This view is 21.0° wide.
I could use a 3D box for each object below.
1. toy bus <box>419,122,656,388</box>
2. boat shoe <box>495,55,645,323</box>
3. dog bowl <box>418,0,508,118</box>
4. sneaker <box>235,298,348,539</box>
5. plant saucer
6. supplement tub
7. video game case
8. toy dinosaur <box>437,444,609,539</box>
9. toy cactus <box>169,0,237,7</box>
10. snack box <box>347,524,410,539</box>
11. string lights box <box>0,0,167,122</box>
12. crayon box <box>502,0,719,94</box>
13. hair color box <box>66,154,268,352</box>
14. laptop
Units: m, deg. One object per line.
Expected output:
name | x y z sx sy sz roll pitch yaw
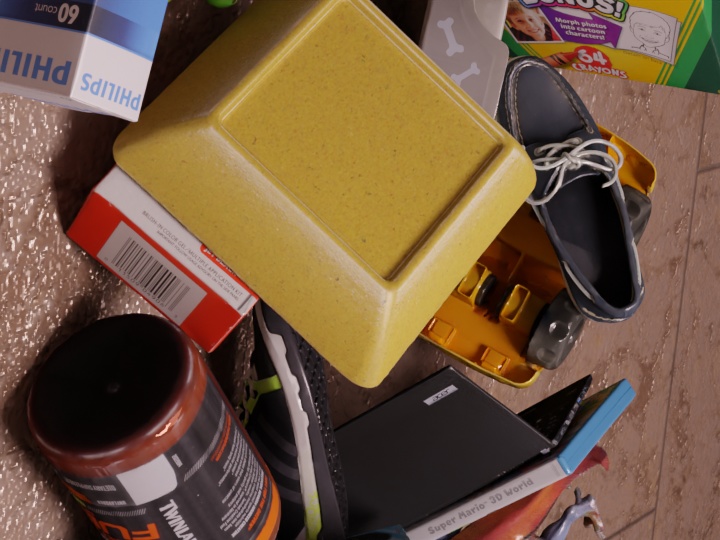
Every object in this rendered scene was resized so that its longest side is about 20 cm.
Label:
toy bus | 0.130 -0.003 1.482 0.200 0.135 0.192 -59 166 -9
boat shoe | 0.146 -0.059 1.350 0.062 0.075 0.201 125 -51 -85
dog bowl | 0.064 -0.132 1.302 0.200 0.058 0.201 12 90 -89
sneaker | -0.061 0.108 1.241 0.072 0.082 0.201 -84 166 -63
plant saucer | -0.006 -0.068 1.101 0.200 0.048 0.200 43 56 -5
supplement tub | -0.111 0.123 1.144 0.107 0.107 0.200 -58 144 -28
video game case | 0.097 0.151 1.417 0.018 0.200 0.143 57 33 -3
toy dinosaur | 0.078 0.195 1.432 0.181 0.105 0.200 -24 146 -16
toy cactus | -0.094 -0.220 1.071 0.200 0.102 0.166 -37 122 -35
snack box | -0.014 0.208 1.231 0.200 0.116 0.037 -160 -124 -83
string lights box | -0.142 -0.185 0.979 0.059 0.102 0.201 18 86 -59
crayon box | 0.162 -0.211 1.369 0.058 0.199 0.173 -62 146 -23
hair color box | -0.066 -0.064 1.134 0.200 0.111 0.064 -54 -175 -35
laptop | 0.048 0.112 1.368 0.104 0.177 0.200 57 26 -6
